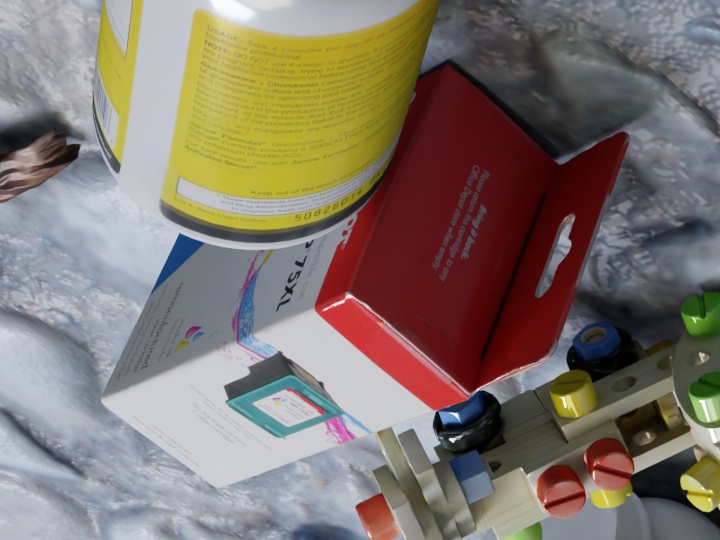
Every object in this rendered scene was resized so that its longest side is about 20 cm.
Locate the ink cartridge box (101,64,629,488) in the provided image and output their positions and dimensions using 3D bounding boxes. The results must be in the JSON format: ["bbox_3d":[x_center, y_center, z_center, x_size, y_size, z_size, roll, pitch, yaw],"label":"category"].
[{"bbox_3d":[0.000,0.000,0.960,0.067,0.116,0.200,40,142,-23],"label":"ink cartridge box"}]

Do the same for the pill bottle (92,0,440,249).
[{"bbox_3d":[-0.027,-0.102,0.831,0.112,0.112,0.200,19,147,1],"label":"pill bottle"}]

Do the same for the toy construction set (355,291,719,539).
[{"bbox_3d":[0.091,0.074,0.988,0.199,0.131,0.093,-12,117,-9],"label":"toy construction set"}]

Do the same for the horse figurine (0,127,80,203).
[{"bbox_3d":[-0.221,-0.063,1.042,0.199,0.050,0.132,24,160,-17],"label":"horse figurine"}]

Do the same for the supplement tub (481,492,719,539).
[{"bbox_3d":[0.145,0.191,1.135,0.200,0.145,0.144,34,145,-21],"label":"supplement tub"}]
